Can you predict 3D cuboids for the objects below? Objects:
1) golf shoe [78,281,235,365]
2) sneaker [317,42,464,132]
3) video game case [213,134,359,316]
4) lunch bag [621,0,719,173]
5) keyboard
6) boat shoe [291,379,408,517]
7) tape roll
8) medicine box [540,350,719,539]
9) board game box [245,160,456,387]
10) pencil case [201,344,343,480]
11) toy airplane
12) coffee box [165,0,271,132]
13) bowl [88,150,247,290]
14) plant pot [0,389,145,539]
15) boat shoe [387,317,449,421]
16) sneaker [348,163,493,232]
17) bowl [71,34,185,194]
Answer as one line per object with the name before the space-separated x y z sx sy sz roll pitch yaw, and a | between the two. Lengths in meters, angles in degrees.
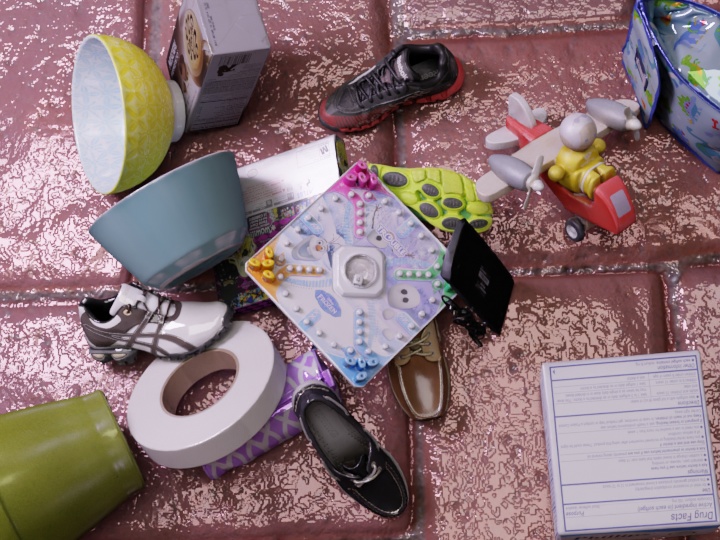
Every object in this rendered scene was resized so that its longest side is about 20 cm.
golf shoe | -0.254 0.058 1.555 0.198 0.095 0.078 -12 36 14
sneaker | 0.035 -0.238 1.625 0.199 0.098 0.071 -20 75 2
video game case | -0.098 -0.054 1.590 0.199 0.036 0.183 -17 72 23
lunch bag | 0.402 -0.236 1.544 0.127 0.170 0.200 -43 75 -7
keyboard | 0.126 0.019 1.496 0.039 0.200 0.105 9 72 29
boat shoe | -0.008 0.215 1.484 0.074 0.060 0.201 -33 104 -1
tape roll | -0.184 0.144 1.519 0.201 0.037 0.204 -19 38 15
medicine box | 0.306 0.205 1.467 0.180 0.103 0.202 -5 74 5
board game box | 0.000 0.000 1.502 0.200 0.026 0.200 -43 85 -17
pencil case | -0.114 0.174 1.534 0.199 0.086 0.084 -32 97 -1
toy airplane | 0.246 -0.150 1.552 0.197 0.141 0.201 11 59 -1
coffee box | -0.182 -0.272 1.600 0.079 0.200 0.114 -11 73 -21
bowl | -0.215 -0.049 1.537 0.200 0.201 0.106 -30 88 -2
plant pot | -0.365 0.240 1.505 0.192 0.201 0.201 -25 73 -13
boat shoe | 0.061 0.081 1.545 0.075 0.074 0.202 -12 73 3
sneaker | 0.075 -0.094 1.582 0.198 0.083 0.075 16 95 21
bowl | -0.288 -0.201 1.629 0.107 0.200 0.202 -7 70 -31
